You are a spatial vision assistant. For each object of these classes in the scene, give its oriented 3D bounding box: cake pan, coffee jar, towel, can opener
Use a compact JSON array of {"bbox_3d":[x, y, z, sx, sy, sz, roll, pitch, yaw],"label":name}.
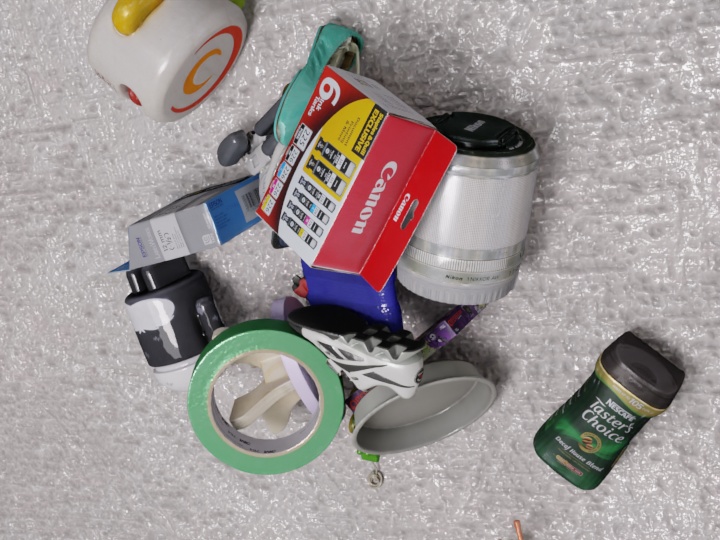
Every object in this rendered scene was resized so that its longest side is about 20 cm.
[{"bbox_3d":[0.078,0.177,1.569,0.200,0.200,0.037,-42,55,33],"label":"cake pan"},{"bbox_3d":[0.308,0.174,1.500,0.104,0.085,0.200,37,122,9],"label":"coffee jar"},{"bbox_3d":[-0.009,0.005,1.519,0.148,0.050,0.200,8,116,39],"label":"towel"},{"bbox_3d":[-0.129,-0.170,1.557,0.200,0.067,0.053,-31,79,62],"label":"can opener"}]

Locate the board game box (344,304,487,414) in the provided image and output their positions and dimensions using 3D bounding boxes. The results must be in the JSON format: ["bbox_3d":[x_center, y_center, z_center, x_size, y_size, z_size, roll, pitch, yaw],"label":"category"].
[{"bbox_3d":[0.073,0.106,1.571,0.200,0.120,0.032,-42,83,32],"label":"board game box"}]

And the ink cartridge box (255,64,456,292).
[{"bbox_3d":[-0.008,-0.104,1.381,0.176,0.084,0.200,43,113,42],"label":"ink cartridge box"}]

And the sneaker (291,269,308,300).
[{"bbox_3d":[0.000,0.000,1.594,0.200,0.071,0.098,-38,90,35],"label":"sneaker"}]

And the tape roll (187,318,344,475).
[{"bbox_3d":[-0.121,0.163,1.557,0.200,0.048,0.201,0,106,-1],"label":"tape roll"}]

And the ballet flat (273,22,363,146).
[{"bbox_3d":[-0.042,-0.227,1.457,0.070,0.200,0.067,9,142,16],"label":"ballet flat"}]

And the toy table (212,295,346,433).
[{"bbox_3d":[-0.112,0.136,1.656,0.117,0.184,0.200,-18,108,18],"label":"toy table"}]

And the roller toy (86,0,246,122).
[{"bbox_3d":[-0.250,-0.293,1.531,0.140,0.200,0.182,39,128,9],"label":"roller toy"}]

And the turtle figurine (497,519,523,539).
[{"bbox_3d":[0.205,0.419,1.665,0.161,0.064,0.200,-9,114,37],"label":"turtle figurine"}]

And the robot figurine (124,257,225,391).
[{"bbox_3d":[-0.260,0.074,1.728,0.125,0.150,0.200,-21,101,-2],"label":"robot figurine"}]

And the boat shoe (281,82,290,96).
[{"bbox_3d":[-0.047,-0.151,1.568,0.073,0.063,0.201,-6,105,66],"label":"boat shoe"}]

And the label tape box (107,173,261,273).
[{"bbox_3d":[-0.241,-0.063,1.646,0.200,0.143,0.066,-11,105,30],"label":"label tape box"}]

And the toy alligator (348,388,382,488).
[{"bbox_3d":[0.011,0.231,1.693,0.059,0.054,0.200,10,114,24],"label":"toy alligator"}]

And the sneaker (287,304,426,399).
[{"bbox_3d":[-0.011,0.104,1.482,0.200,0.074,0.089,21,122,35],"label":"sneaker"}]

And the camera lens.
[{"bbox_3d":[0.124,-0.079,1.445,0.160,0.160,0.200,16,117,21],"label":"camera lens"}]

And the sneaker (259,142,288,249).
[{"bbox_3d":[-0.104,-0.111,1.561,0.087,0.074,0.200,61,156,27],"label":"sneaker"}]
